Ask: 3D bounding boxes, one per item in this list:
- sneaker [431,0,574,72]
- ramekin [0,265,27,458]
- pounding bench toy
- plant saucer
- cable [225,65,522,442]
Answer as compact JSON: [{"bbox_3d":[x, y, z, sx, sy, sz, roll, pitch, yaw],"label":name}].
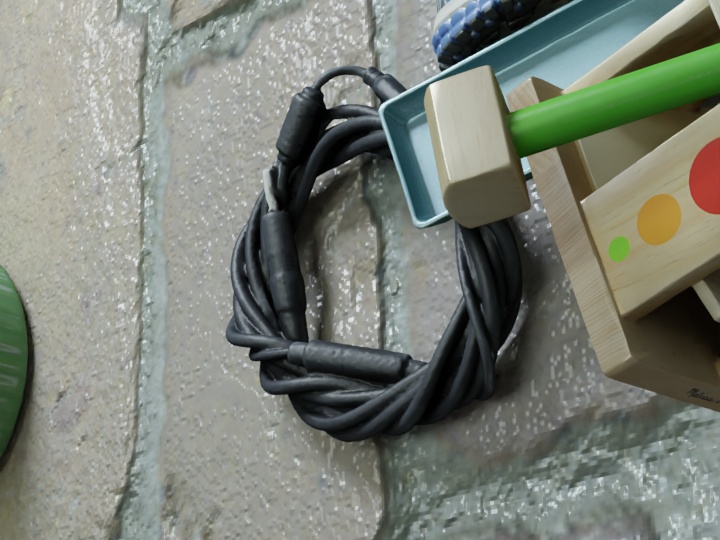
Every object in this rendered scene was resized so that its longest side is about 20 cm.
[{"bbox_3d":[0.101,-0.168,0.736,0.200,0.077,0.085,-34,51,32],"label":"sneaker"},{"bbox_3d":[-0.298,0.065,1.040,0.200,0.098,0.200,-17,66,41],"label":"ramekin"},{"bbox_3d":[0.138,-0.048,0.568,0.156,0.200,0.124,-36,54,32],"label":"pounding bench toy"},{"bbox_3d":[0.104,-0.087,0.711,0.200,0.019,0.070,-28,58,18],"label":"plant saucer"},{"bbox_3d":[0.000,0.000,0.798,0.163,0.051,0.200,-54,48,15],"label":"cable"}]
